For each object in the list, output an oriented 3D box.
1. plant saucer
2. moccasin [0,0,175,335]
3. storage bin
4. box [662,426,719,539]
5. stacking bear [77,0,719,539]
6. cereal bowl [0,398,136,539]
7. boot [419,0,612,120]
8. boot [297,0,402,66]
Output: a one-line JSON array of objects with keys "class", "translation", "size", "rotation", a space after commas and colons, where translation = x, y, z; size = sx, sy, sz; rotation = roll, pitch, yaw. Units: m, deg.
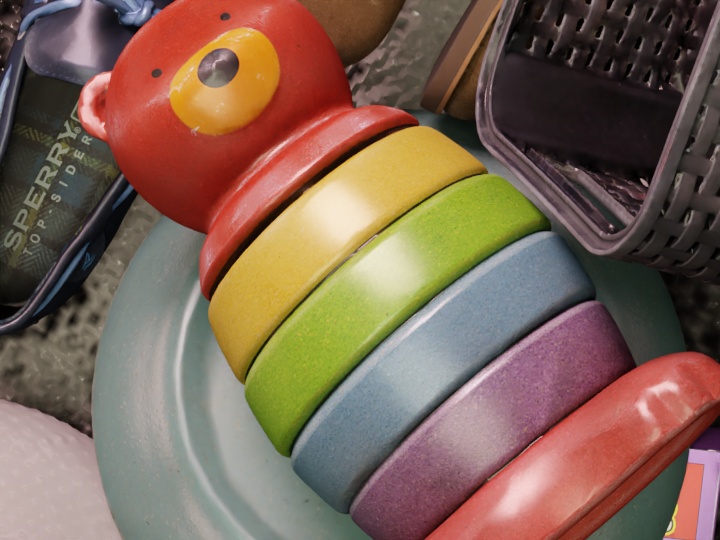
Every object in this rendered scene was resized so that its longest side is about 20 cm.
[{"class": "plant saucer", "translation": [0.010, 0.038, 0.798], "size": [0.198, 0.036, 0.202], "rotation": [0, 74, 0]}, {"class": "moccasin", "translation": [-0.077, -0.065, 0.812], "size": [0.080, 0.068, 0.201], "rotation": [18, 106, -12]}, {"class": "storage bin", "translation": [0.121, -0.103, 0.695], "size": [0.093, 0.135, 0.201], "rotation": [12, 107, -21]}, {"class": "box", "translation": [0.046, 0.146, 0.850], "size": [0.136, 0.039, 0.202], "rotation": [7, 100, 6]}, {"class": "stacking bear", "translation": [0.000, 0.000, 0.730], "size": [0.121, 0.114, 0.200], "rotation": [-39, 79, -1]}, {"class": "cereal bowl", "translation": [-0.132, 0.137, 0.802], "size": [0.198, 0.083, 0.202], "rotation": [3, 82, -25]}, {"class": "boot", "translation": [0.099, -0.114, 0.788], "size": [0.075, 0.074, 0.200], "rotation": [41, 99, -7]}, {"class": "boot", "translation": [0.016, -0.149, 0.753], "size": [0.075, 0.073, 0.201], "rotation": [35, 117, 44]}]
